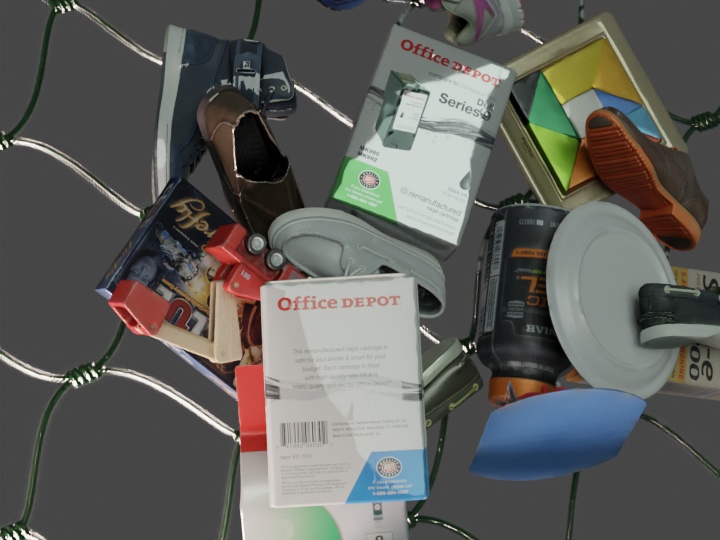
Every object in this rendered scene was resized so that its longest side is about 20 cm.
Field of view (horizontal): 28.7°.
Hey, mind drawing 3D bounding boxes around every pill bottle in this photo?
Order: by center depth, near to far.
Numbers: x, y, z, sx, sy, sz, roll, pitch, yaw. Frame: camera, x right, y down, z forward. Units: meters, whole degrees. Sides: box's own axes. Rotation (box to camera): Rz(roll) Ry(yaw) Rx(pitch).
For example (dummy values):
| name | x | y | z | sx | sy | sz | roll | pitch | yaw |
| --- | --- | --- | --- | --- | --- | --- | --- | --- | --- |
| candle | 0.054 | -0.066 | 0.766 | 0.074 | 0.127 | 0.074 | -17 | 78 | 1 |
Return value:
| name | x | y | z | sx | sy | sz | roll | pitch | yaw |
| --- | --- | --- | --- | --- | --- | --- | --- | --- | --- |
| pill bottle | 0.176 | 0.042 | 1.449 | 0.105 | 0.106 | 0.203 | 10 | 75 | -10 |

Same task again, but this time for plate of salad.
| name | x | y | z | sx | sy | sz | roll | pitch | yaw |
| --- | --- | --- | --- | --- | --- | --- | --- | --- | --- |
| plate of salad | 0.249 | 0.032 | 1.407 | 0.198 | 0.048 | 0.203 | 13 | 69 | -37 |

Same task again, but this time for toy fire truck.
| name | x | y | z | sx | sy | sz | roll | pitch | yaw |
| --- | --- | --- | --- | --- | --- | --- | --- | --- | --- |
| toy fire truck | -0.125 | 0.036 | 1.347 | 0.199 | 0.049 | 0.142 | 39 | 72 | -23 |

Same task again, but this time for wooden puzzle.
| name | x | y | z | sx | sy | sz | roll | pitch | yaw |
| --- | --- | --- | --- | --- | --- | --- | --- | --- | --- |
| wooden puzzle | 0.246 | -0.172 | 1.551 | 0.198 | 0.037 | 0.187 | -27 | 84 | -17 |

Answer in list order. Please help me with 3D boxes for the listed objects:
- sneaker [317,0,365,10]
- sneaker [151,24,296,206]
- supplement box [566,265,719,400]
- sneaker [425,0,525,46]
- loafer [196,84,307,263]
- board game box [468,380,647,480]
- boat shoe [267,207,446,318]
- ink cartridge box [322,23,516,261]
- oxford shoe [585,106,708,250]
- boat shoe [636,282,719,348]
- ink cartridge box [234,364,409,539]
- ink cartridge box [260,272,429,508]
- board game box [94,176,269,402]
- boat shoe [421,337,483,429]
| name | x | y | z | sx | sy | sz | roll | pitch | yaw |
| --- | --- | --- | --- | --- | --- | --- | --- | --- | --- |
| sneaker | 0.021 | -0.357 | 1.521 | 0.200 | 0.078 | 0.075 | -41 | 88 | -18 |
| sneaker | -0.139 | -0.145 | 1.436 | 0.144 | 0.077 | 0.206 | 8 | 76 | -10 |
| supplement box | 0.325 | 0.063 | 1.494 | 0.197 | 0.074 | 0.128 | 7 | 76 | -11 |
| sneaker | 0.103 | -0.320 | 1.497 | 0.088 | 0.081 | 0.201 | -34 | 122 | -9 |
| loafer | -0.100 | -0.085 | 1.396 | 0.073 | 0.071 | 0.201 | -37 | 122 | -16 |
| board game box | 0.189 | 0.147 | 1.388 | 0.155 | 0.201 | 0.039 | -4 | 58 | -9 |
| boat shoe | 0.000 | 0.000 | 1.414 | 0.198 | 0.072 | 0.069 | 25 | 28 | -26 |
| ink cartridge box | 0.061 | -0.133 | 1.465 | 0.144 | 0.084 | 0.203 | 20 | 78 | -3 |
| oxford shoe | 0.310 | -0.112 | 1.515 | 0.200 | 0.071 | 0.073 | 48 | 62 | -30 |
| boat shoe | 0.359 | 0.045 | 1.411 | 0.198 | 0.075 | 0.061 | 6 | 73 | -37 |
| ink cartridge box | -0.037 | 0.189 | 1.343 | 0.158 | 0.050 | 0.203 | -4 | 103 | 0 |
| ink cartridge box | -0.015 | 0.110 | 1.293 | 0.144 | 0.086 | 0.203 | -3 | 85 | 0 |
| board game box | -0.143 | 0.024 | 1.385 | 0.199 | 0.034 | 0.136 | 40 | 71 | -21 |
| boat shoe | 0.038 | 0.153 | 1.408 | 0.201 | 0.072 | 0.061 | -41 | 101 | -10 |
